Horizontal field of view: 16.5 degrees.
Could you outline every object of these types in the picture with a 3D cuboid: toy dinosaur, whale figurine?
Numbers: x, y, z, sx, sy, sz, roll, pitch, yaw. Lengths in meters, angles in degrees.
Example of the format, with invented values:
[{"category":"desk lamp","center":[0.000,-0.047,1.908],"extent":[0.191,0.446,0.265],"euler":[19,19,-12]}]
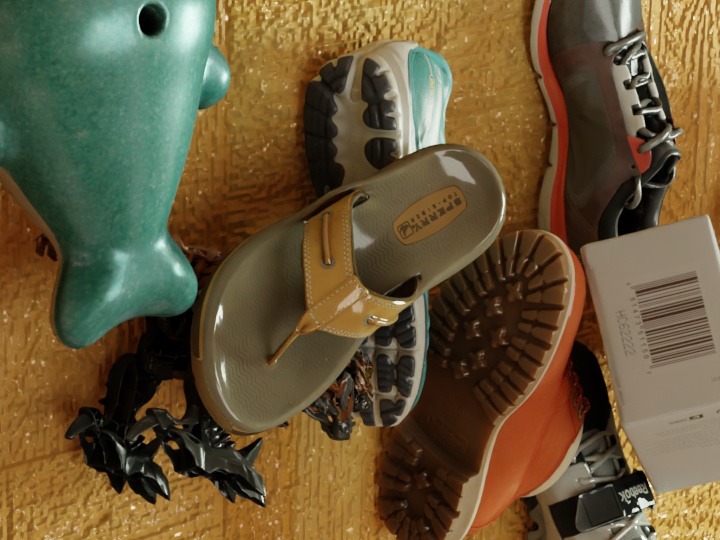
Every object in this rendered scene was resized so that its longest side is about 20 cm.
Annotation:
[{"category":"toy dinosaur","center":[-0.078,0.037,1.189],"extent":[0.199,0.102,0.136],"euler":[26,68,-17]},{"category":"whale figurine","center":[-0.111,-0.069,1.077],"extent":[0.159,0.104,0.201],"euler":[-18,101,-39]}]

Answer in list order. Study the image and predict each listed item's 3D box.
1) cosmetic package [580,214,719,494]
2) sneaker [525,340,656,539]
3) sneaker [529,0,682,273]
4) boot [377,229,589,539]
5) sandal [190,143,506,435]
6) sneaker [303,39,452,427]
[{"category":"cosmetic package","center":[0.173,0.050,1.340],"extent":[0.200,0.071,0.102],"euler":[52,25,-70]},{"category":"sneaker","center":[0.139,0.138,1.412],"extent":[0.074,0.088,0.201],"euler":[-22,116,-35]},{"category":"sneaker","center":[0.146,-0.089,1.347],"extent":[0.077,0.082,0.201],"euler":[-21,117,-37]},{"category":"boot","center":[0.085,0.055,1.318],"extent":[0.107,0.075,0.201],"euler":[-13,137,-40]},{"category":"sandal","center":[0.000,0.000,1.157],"extent":[0.200,0.054,0.081],"euler":[-35,101,-28]},{"category":"sneaker","center":[0.020,-0.017,1.261],"extent":[0.080,0.077,0.201],"euler":[-16,114,-50]}]
